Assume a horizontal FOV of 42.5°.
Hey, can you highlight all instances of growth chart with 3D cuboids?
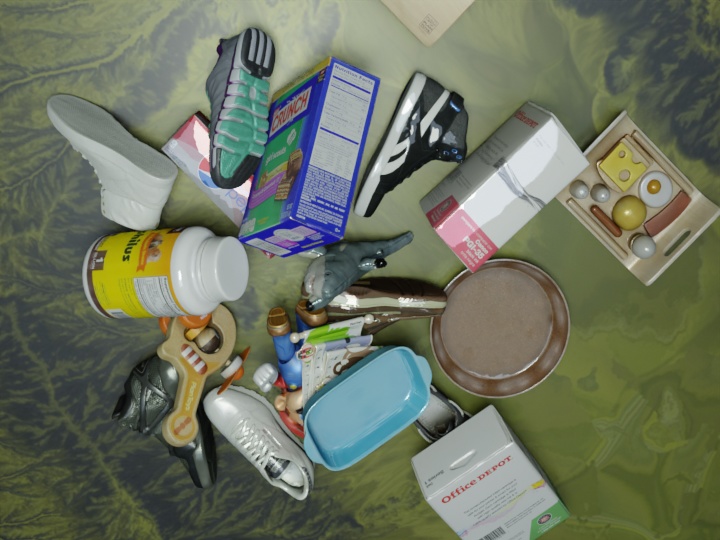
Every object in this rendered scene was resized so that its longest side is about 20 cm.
[{"bbox_3d":[-0.022,0.153,1.236,0.143,0.018,0.203,-18,116,-27],"label":"growth chart"}]

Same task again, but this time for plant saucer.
[{"bbox_3d":[0.193,0.078,1.297,0.196,0.035,0.204,0,105,-2],"label":"plant saucer"}]

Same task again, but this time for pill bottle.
[{"bbox_3d":[-0.243,0.003,1.164,0.197,0.109,0.111,-3,108,25],"label":"pill bottle"}]

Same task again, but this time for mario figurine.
[{"bbox_3d":[-0.070,0.148,1.244,0.121,0.106,0.203,3,122,14],"label":"mario figurine"}]

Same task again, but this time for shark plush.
[{"bbox_3d":[0.000,0.000,1.204,0.198,0.082,0.093,-10,98,-43],"label":"shark plush"}]

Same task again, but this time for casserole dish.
[{"bbox_3d":[0.005,0.175,1.219,0.198,0.039,0.122,-33,121,-13],"label":"casserole dish"}]

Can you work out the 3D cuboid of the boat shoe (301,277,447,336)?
[{"bbox_3d":[0.018,0.053,1.264,0.198,0.075,0.076,5,109,9],"label":"boat shoe"}]

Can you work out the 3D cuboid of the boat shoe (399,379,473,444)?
[{"bbox_3d":[0.117,0.215,1.316,0.074,0.060,0.201,-38,104,6],"label":"boat shoe"}]

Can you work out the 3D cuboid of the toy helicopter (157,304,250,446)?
[{"bbox_3d":[-0.213,0.138,1.233,0.131,0.078,0.203,25,61,-28],"label":"toy helicopter"}]

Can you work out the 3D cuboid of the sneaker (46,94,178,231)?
[{"bbox_3d":[-0.332,-0.130,1.190,0.199,0.074,0.116,37,129,11],"label":"sneaker"}]

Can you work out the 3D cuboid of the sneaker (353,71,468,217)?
[{"bbox_3d":[0.076,-0.143,1.208,0.110,0.073,0.202,25,102,-8],"label":"sneaker"}]

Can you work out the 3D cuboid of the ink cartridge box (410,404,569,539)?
[{"bbox_3d":[0.183,0.305,1.302,0.144,0.084,0.201,-35,125,7],"label":"ink cartridge box"}]

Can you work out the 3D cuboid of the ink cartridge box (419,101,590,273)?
[{"bbox_3d":[0.180,-0.110,1.185,0.200,0.147,0.083,-43,105,9],"label":"ink cartridge box"}]

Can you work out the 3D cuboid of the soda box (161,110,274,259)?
[{"bbox_3d":[-0.164,-0.112,1.206,0.063,0.070,0.200,-43,103,6],"label":"soda box"}]

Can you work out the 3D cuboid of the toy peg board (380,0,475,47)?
[{"bbox_3d":[0.086,-0.424,1.134,0.200,0.098,0.199,42,115,-12],"label":"toy peg board"}]

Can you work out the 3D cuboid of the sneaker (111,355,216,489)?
[{"bbox_3d":[-0.272,0.219,1.292,0.112,0.076,0.202,-20,103,5],"label":"sneaker"}]

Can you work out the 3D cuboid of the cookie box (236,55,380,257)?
[{"bbox_3d":[-0.065,-0.132,1.115,0.074,0.170,0.203,20,74,-25],"label":"cookie box"}]

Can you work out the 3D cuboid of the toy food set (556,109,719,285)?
[{"bbox_3d":[0.368,-0.096,1.243,0.200,0.061,0.144,42,100,-13],"label":"toy food set"}]

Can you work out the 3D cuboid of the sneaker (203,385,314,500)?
[{"bbox_3d":[-0.140,0.240,1.301,0.199,0.081,0.077,41,102,-11],"label":"sneaker"}]

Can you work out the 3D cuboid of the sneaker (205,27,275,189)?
[{"bbox_3d":[-0.162,-0.198,1.155,0.074,0.087,0.204,21,77,-45],"label":"sneaker"}]
